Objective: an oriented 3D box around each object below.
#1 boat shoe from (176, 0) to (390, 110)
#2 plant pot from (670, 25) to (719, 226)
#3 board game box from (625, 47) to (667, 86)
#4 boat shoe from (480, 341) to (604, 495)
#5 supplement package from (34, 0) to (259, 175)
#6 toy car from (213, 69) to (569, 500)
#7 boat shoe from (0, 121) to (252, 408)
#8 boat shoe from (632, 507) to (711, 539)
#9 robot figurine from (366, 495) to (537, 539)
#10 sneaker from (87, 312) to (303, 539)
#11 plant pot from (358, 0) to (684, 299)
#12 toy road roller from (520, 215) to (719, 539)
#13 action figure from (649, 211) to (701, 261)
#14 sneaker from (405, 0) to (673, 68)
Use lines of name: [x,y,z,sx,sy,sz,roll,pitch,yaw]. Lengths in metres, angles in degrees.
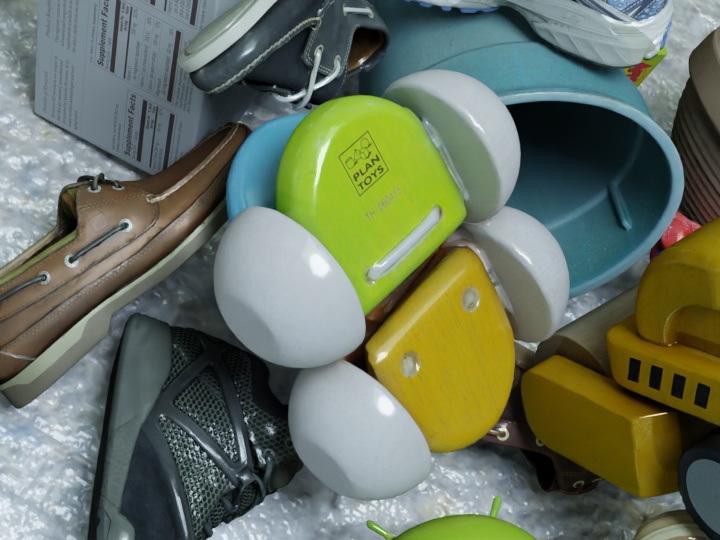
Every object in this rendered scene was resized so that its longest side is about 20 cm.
boat shoe: [-0.031,-0.117,0.712,0.068,0.071,0.200,57,22,-6]
plant pot: [0.266,-0.054,0.917,0.200,0.093,0.202,34,33,-26]
board game box: [0.142,-0.208,0.989,0.047,0.102,0.202,-3,64,-25]
boat shoe: [0.118,0.097,0.830,0.198,0.070,0.071,23,75,-16]
supplement package: [-0.098,-0.179,0.795,0.110,0.201,0.157,27,54,5]
toy car: [0.000,0.000,0.719,0.175,0.149,0.201,-43,125,-25]
boat shoe: [-0.132,-0.020,0.743,0.200,0.072,0.068,-46,105,-20]
boat shoe: [0.189,0.176,0.771,0.072,0.201,0.063,-17,50,16]
robot figurine: [0.061,0.216,0.706,0.173,0.116,0.202,-5,64,-19]
sneaker: [-0.083,0.121,0.718,0.113,0.077,0.202,12,53,-11]
plant pot: [0.079,-0.111,0.861,0.197,0.201,0.198,8,52,-20]
toy road roller: [0.175,0.031,0.707,0.122,0.199,0.148,-26,116,-27]
action figure: [0.208,0.038,0.847,0.065,0.051,0.203,9,60,-54]
sneaker: [0.080,-0.186,0.753,0.198,0.086,0.077,19,45,9]
